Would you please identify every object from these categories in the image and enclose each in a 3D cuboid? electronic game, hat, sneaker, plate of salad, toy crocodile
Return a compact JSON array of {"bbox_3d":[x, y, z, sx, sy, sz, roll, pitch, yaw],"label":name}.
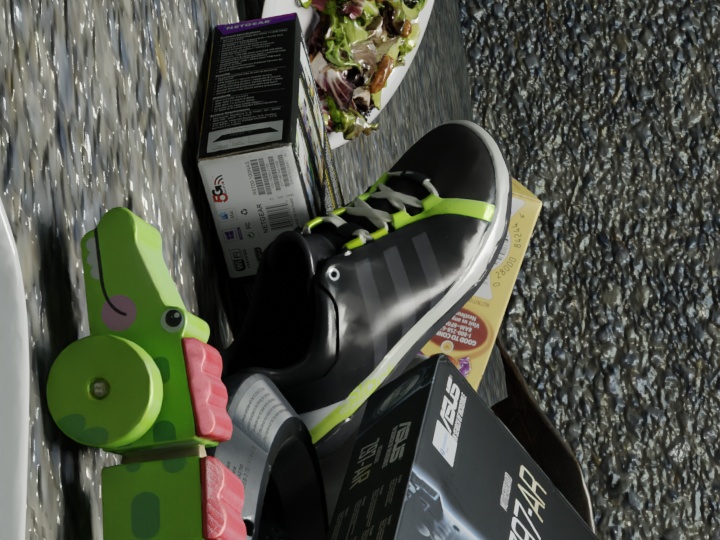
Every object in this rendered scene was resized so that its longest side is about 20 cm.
[{"bbox_3d":[-0.046,0.142,0.745,0.200,0.041,0.201,0,90,-80],"label":"electronic game"},{"bbox_3d":[0.085,0.136,1.061,0.201,0.081,0.201,160,-90,-88],"label":"hat"},{"bbox_3d":[0.000,0.000,0.845,0.200,0.072,0.083,-57,137,-17],"label":"sneaker"},{"bbox_3d":[0.005,-0.166,1.126,0.200,0.048,0.201,-42,143,-42],"label":"plate of salad"},{"bbox_3d":[-0.065,0.077,0.613,0.068,0.062,0.201,55,27,-73],"label":"toy crocodile"}]

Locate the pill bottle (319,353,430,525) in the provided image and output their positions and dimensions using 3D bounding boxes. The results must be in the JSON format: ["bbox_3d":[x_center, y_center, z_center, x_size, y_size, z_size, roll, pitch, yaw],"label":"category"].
[{"bbox_3d":[0.050,0.145,0.916,0.200,0.111,0.111,52,23,-30],"label":"pill bottle"}]

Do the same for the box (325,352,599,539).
[{"bbox_3d":[0.053,0.146,0.738,0.160,0.043,0.200,51,23,-14],"label":"box"}]

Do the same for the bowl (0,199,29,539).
[{"bbox_3d":[-0.117,0.017,0.257,0.200,0.074,0.201,72,13,-51],"label":"bowl"}]

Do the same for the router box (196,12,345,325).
[{"bbox_3d":[-0.036,-0.014,0.960,0.149,0.051,0.201,-90,169,-58],"label":"router box"}]

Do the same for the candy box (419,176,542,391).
[{"bbox_3d":[0.037,0.037,1.039,0.117,0.056,0.201,-121,-133,-76],"label":"candy box"}]
